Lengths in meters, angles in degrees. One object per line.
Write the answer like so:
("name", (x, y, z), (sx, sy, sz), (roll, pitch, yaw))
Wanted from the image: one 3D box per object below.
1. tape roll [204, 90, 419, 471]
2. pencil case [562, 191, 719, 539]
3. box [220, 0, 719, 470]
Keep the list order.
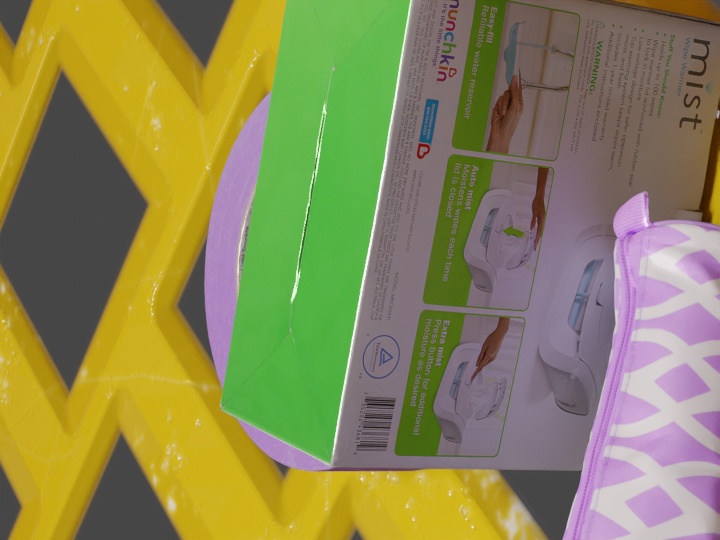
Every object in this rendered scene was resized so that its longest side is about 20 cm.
("tape roll", (0.000, 0.000, 1.031), (0.199, 0.065, 0.202), (-7, 81, 54))
("pencil case", (0.116, 0.077, 0.795), (0.084, 0.085, 0.201), (-44, 25, 59))
("box", (0.051, -0.022, 0.869), (0.096, 0.175, 0.202), (20, 103, 53))
